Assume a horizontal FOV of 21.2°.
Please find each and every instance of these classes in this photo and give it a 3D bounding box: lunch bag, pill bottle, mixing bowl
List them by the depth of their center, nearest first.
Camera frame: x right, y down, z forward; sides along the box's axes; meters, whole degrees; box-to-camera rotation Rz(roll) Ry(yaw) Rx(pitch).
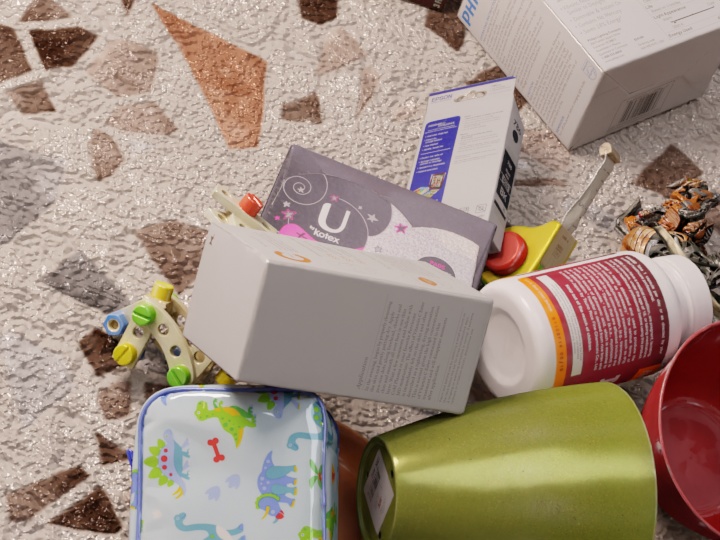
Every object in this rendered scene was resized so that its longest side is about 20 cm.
[{"bbox_3d":[-0.098,0.187,1.464,0.160,0.082,0.201,-2,75,5],"label":"lunch bag"},{"bbox_3d":[0.314,0.153,1.661,0.199,0.108,0.201,8,70,-22],"label":"mixing bowl"},{"bbox_3d":[0.203,0.046,1.666,0.199,0.113,0.113,-12,59,-29],"label":"pill bottle"}]

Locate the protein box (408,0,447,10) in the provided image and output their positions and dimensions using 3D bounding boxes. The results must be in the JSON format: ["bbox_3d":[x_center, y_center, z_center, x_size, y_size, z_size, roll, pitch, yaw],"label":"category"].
[{"bbox_3d":[0.022,-0.408,1.987,0.199,0.135,0.199,16,51,-6],"label":"protein box"}]

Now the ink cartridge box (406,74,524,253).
[{"bbox_3d":[0.097,-0.094,1.804,0.099,0.039,0.201,-10,46,28],"label":"ink cartridge box"}]

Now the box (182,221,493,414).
[{"bbox_3d":[-0.018,0.037,1.500,0.199,0.098,0.124,11,10,-27],"label":"box"}]

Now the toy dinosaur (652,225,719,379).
[{"bbox_3d":[0.331,0.046,1.723,0.047,0.088,0.201,-37,109,-58],"label":"toy dinosaur"}]

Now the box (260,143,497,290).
[{"bbox_3d":[0.000,0.000,1.685,0.199,0.115,0.132,21,50,-1],"label":"box"}]

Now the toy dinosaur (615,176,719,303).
[{"bbox_3d":[0.291,-0.006,1.819,0.135,0.102,0.200,29,76,23],"label":"toy dinosaur"}]

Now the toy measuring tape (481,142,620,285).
[{"bbox_3d":[0.164,-0.037,1.772,0.073,0.074,0.200,31,80,6],"label":"toy measuring tape"}]

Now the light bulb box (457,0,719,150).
[{"bbox_3d":[0.241,-0.258,1.953,0.198,0.125,0.200,-22,63,-30],"label":"light bulb box"}]

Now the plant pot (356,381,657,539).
[{"bbox_3d":[0.104,0.180,1.531,0.199,0.187,0.188,2,53,-19],"label":"plant pot"}]

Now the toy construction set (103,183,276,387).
[{"bbox_3d":[-0.120,0.021,1.592,0.131,0.200,0.092,43,30,7],"label":"toy construction set"}]

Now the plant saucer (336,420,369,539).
[{"bbox_3d":[-0.056,0.206,1.562,0.199,0.038,0.201,8,52,-11],"label":"plant saucer"}]
